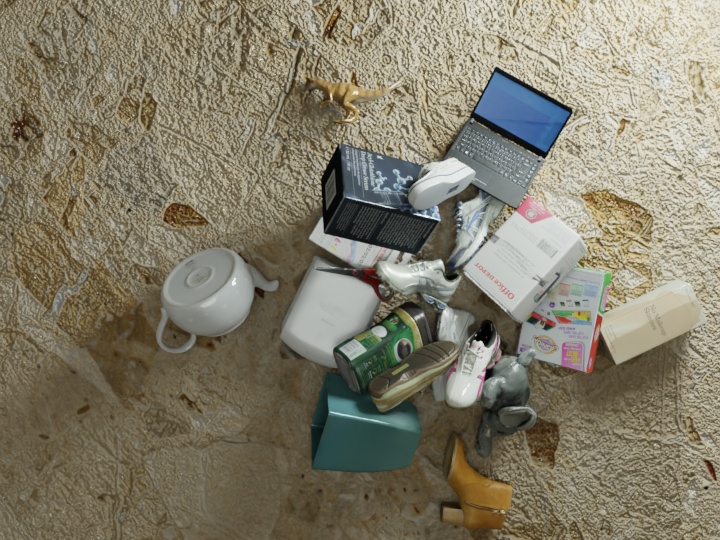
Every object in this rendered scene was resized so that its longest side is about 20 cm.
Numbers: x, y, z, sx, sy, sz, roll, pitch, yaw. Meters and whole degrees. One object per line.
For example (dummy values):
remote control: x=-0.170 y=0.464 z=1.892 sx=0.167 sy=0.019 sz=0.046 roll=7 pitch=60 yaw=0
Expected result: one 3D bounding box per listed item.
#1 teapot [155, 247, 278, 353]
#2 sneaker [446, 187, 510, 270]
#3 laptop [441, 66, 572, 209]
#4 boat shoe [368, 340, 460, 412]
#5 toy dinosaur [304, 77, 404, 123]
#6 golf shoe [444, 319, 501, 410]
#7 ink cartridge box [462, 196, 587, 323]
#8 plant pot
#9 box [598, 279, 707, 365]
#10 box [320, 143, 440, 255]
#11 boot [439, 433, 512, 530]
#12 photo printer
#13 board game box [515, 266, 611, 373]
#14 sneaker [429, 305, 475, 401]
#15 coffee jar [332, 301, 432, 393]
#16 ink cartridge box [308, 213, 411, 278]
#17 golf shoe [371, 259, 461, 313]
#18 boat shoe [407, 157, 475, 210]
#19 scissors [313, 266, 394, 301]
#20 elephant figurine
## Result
teapot: x=-0.294 y=0.064 z=1.626 sx=0.199 sy=0.198 sz=0.146 roll=-4 pitch=134 yaw=22
sneaker: x=0.218 y=-0.096 z=1.639 sx=0.085 sy=0.077 sz=0.200 roll=31 pitch=86 yaw=3
laptop: x=0.284 y=-0.257 z=1.588 sx=0.177 sy=0.103 sz=0.200 roll=30 pitch=71 yaw=6
boat shoe: x=0.110 y=0.210 z=1.593 sx=0.200 sy=0.072 sz=0.076 roll=-26 pitch=122 yaw=-10
toy dinosaur: x=-0.017 y=-0.346 z=1.624 sx=0.199 sy=0.060 sz=0.107 roll=7 pitch=94 yaw=1
golf shoe: x=0.209 y=0.179 z=1.557 sx=0.072 sy=0.200 sz=0.092 roll=10 pitch=133 yaw=26
ink cartridge box: x=0.323 y=-0.019 z=1.602 sx=0.200 sy=0.085 sz=0.146 roll=-47 pitch=56 yaw=4
plant pot: x=0.013 y=0.318 z=1.632 sx=0.199 sy=0.141 sz=0.142 roll=13 pitch=115 yaw=-10
box: x=0.578 y=0.103 z=1.639 sx=0.200 sy=0.078 sz=0.095 roll=-27 pitch=93 yaw=4
box: x=0.035 y=-0.135 z=1.555 sx=0.199 sy=0.149 sz=0.107 roll=12 pitch=137 yaw=-21
boot: x=0.245 y=0.440 z=1.691 sx=0.143 sy=0.071 sz=0.202 roll=4 pitch=99 yaw=-5
photo printer: x=-0.062 y=0.092 z=1.659 sx=0.166 sy=0.069 sz=0.200 roll=27 pitch=95 yaw=-2
board game box: x=0.404 y=0.088 z=1.625 sx=0.153 sy=0.040 sz=0.201 roll=14 pitch=97 yaw=33
sneaker: x=0.194 y=0.173 z=1.659 sx=0.099 sy=0.078 sz=0.201 roll=8 pitch=96 yaw=-3
coffee jar: x=0.049 y=0.150 z=1.618 sx=0.200 sy=0.085 sz=0.105 roll=-31 pitch=127 yaw=-20
ink cartridge box: x=0.010 y=-0.062 z=1.644 sx=0.200 sy=0.068 sz=0.115 roll=31 pitch=96 yaw=-2
golf shoe: x=0.112 y=0.006 z=1.584 sx=0.200 sy=0.078 sz=0.097 roll=21 pitch=116 yaw=-39
boat shoe: x=0.141 y=-0.171 z=1.520 sx=0.066 sy=0.200 sz=0.072 roll=44 pitch=133 yaw=17
scissors: x=0.000 y=0.000 z=1.587 sx=0.200 sy=0.014 sz=0.073 roll=24 pitch=90 yaw=-30
elephant figurine: x=0.293 y=0.274 z=1.650 sx=0.142 sy=0.155 sz=0.200 roll=-45 pitch=118 yaw=-34
